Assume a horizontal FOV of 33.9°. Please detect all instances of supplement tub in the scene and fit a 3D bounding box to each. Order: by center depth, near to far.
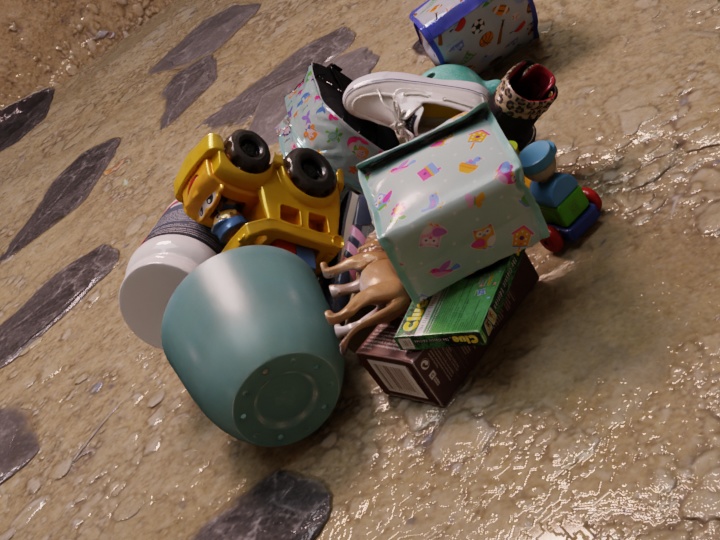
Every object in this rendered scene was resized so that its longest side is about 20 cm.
[{"bbox_3d":[-0.219,-0.002,1.517,0.139,0.141,0.201,-23,21,22],"label":"supplement tub"}]

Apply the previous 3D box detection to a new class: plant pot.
[{"bbox_3d":[-0.107,0.098,1.324,0.200,0.201,0.161,-35,39,-2],"label":"plant pot"}]

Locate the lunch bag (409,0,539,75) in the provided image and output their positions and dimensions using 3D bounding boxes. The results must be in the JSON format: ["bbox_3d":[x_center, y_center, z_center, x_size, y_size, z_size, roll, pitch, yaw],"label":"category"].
[{"bbox_3d":[0.166,-0.370,1.737,0.169,0.125,0.200,-34,-8,6],"label":"lunch bag"}]

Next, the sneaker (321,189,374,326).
[{"bbox_3d":[0.000,0.000,1.476,0.070,0.081,0.203,140,144,-66],"label":"sneaker"}]

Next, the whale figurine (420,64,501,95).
[{"bbox_3d":[0.137,-0.224,1.645,0.159,0.104,0.200,-38,30,-7],"label":"whale figurine"}]

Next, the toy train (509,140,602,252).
[{"bbox_3d":[0.183,-0.102,1.390,0.085,0.116,0.199,-42,29,-16],"label":"toy train"}]

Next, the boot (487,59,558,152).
[{"bbox_3d":[0.190,-0.187,1.457,0.199,0.073,0.151,-27,-21,-48],"label":"boot"}]

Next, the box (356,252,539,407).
[{"bbox_3d":[0.097,0.048,1.299,0.100,0.075,0.200,6,49,51],"label":"box"}]

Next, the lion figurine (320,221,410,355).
[{"bbox_3d":[0.021,0.015,1.300,0.121,0.073,0.201,-17,36,5],"label":"lion figurine"}]

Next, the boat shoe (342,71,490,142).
[{"bbox_3d":[0.069,-0.204,1.559,0.199,0.075,0.087,7,47,10],"label":"boat shoe"}]

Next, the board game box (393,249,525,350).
[{"bbox_3d":[0.115,0.003,1.250,0.104,0.024,0.201,-4,41,34],"label":"board game box"}]

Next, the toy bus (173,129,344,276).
[{"bbox_3d":[-0.120,-0.049,1.436,0.136,0.198,0.194,-44,41,43],"label":"toy bus"}]

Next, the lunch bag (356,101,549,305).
[{"bbox_3d":[0.089,-0.090,1.257,0.169,0.122,0.201,-25,37,8],"label":"lunch bag"}]

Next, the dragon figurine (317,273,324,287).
[{"bbox_3d":[-0.045,-0.023,1.580,0.199,0.059,0.100,-35,27,0],"label":"dragon figurine"}]

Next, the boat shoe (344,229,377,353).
[{"bbox_3d":[0.030,0.009,1.413,0.202,0.071,0.064,-68,12,-12],"label":"boat shoe"}]

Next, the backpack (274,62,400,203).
[{"bbox_3d":[-0.027,-0.188,1.699,0.151,0.177,0.200,-52,29,14],"label":"backpack"}]
